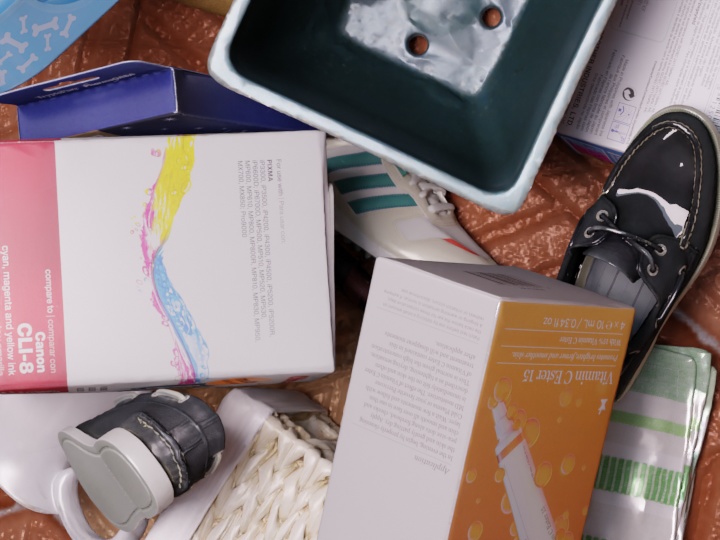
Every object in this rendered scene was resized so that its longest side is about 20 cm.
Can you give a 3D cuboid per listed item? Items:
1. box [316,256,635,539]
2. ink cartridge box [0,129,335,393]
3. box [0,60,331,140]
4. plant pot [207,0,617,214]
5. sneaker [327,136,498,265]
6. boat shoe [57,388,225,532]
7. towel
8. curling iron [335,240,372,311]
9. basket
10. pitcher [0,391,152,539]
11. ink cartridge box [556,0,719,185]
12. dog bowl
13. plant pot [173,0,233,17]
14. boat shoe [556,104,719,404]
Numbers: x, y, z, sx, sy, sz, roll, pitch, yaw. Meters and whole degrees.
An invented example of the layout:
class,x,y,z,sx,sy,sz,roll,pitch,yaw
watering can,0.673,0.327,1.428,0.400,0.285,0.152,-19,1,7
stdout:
class,x,y,z,sx,sy,sz,roll,pitch,yaw
box,0.062,0.102,1.168,0.097,0.124,0.201,20,101,42
ink cartridge box,-0.120,-0.002,1.222,0.199,0.145,0.145,-3,86,-7
box,-0.118,-0.092,1.246,0.121,0.200,0.033,-10,82,33
plant pot,0.045,-0.169,1.240,0.196,0.200,0.196,25,98,0
sneaker,0.017,-0.061,1.319,0.200,0.070,0.094,34,101,23
boat shoe,-0.127,0.109,1.216,0.060,0.200,0.076,-35,100,-19
towel,0.132,0.138,1.279,0.152,0.023,0.201,8,86,21
curling iron,0.000,0.000,1.339,0.200,0.026,0.050,42,135,23
basket,-0.057,0.188,1.281,0.123,0.136,0.200,31,95,18
pitcher,-0.174,0.070,1.346,0.171,0.121,0.200,33,103,25
ink cartridge box,0.234,-0.111,1.245,0.200,0.076,0.137,19,91,22
dog bowl,-0.182,-0.180,1.228,0.200,0.050,0.111,-45,34,-14
plant pot,-0.124,-0.258,1.351,0.200,0.186,0.187,37,96,7
boat shoe,0.153,-0.001,1.213,0.074,0.066,0.200,33,115,18
